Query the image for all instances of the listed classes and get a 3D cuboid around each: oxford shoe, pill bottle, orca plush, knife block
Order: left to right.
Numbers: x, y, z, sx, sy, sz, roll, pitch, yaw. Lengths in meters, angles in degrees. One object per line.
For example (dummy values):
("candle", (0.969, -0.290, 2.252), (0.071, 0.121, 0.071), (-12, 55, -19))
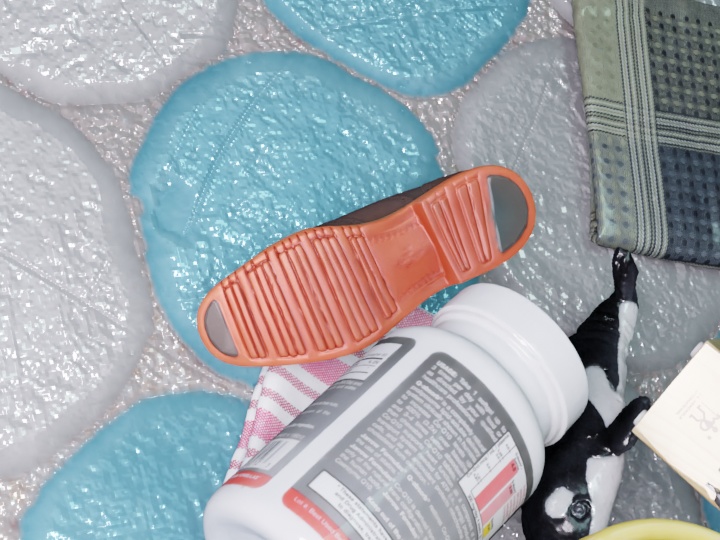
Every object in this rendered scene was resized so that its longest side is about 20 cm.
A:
("oxford shoe", (0.000, 0.000, 0.999), (0.198, 0.072, 0.072), (-21, 99, -13))
("pill bottle", (0.024, 0.102, 0.927), (0.200, 0.116, 0.116), (-41, 91, -30))
("orca plush", (0.116, 0.073, 1.026), (0.071, 0.105, 0.202), (25, 68, -11))
("knife block", (0.233, 0.115, 0.943), (0.175, 0.064, 0.200), (43, 11, 14))

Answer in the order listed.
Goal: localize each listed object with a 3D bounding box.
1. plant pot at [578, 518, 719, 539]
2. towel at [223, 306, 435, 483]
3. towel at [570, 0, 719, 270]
("plant pot", (0.116, 0.247, 0.902), (0.199, 0.189, 0.203), (11, 64, -23))
("towel", (0.005, 0.100, 1.003), (0.145, 0.030, 0.202), (27, 59, -15))
("towel", (0.228, -0.095, 1.215), (0.191, 0.035, 0.202), (8, 68, -23))
